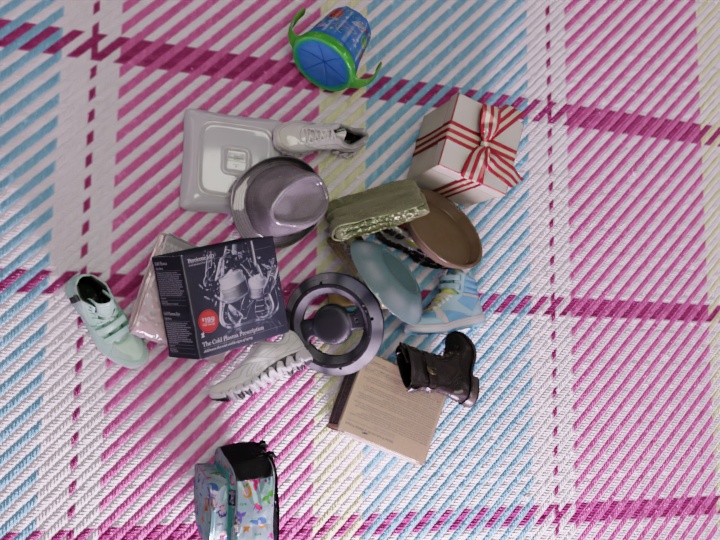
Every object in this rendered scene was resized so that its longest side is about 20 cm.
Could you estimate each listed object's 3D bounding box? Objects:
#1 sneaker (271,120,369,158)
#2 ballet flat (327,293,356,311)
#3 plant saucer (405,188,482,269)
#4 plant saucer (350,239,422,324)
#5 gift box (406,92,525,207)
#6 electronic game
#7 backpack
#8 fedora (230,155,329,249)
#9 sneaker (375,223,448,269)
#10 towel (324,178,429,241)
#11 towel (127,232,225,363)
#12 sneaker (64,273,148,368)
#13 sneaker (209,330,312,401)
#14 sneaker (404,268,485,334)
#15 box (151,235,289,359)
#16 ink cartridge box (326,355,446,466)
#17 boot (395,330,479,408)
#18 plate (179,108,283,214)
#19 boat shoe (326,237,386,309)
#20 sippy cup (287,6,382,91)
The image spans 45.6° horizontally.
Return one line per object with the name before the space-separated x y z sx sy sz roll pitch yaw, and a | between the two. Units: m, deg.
sneaker | -0.076 -0.265 1.692 0.199 0.081 0.075 -3 87 -27
ballet flat | 0.029 0.046 1.713 0.199 0.069 0.063 -6 72 -23
plant saucer | 0.164 -0.080 1.743 0.200 0.029 0.200 25 41 -24
plant saucer | 0.062 0.011 1.626 0.039 0.201 0.201 -39 101 19
gift box | 0.231 -0.246 1.763 0.199 0.187 0.185 15 79 -18
electronic game | -0.051 0.102 1.632 0.199 0.042 0.201 3 100 16
backpack | -0.214 0.420 1.510 0.150 0.177 0.201 -9 97 -19
fedora | -0.137 -0.128 1.628 0.200 0.090 0.177 -21 108 -32
sneaker | 0.126 -0.072 1.764 0.200 0.077 0.085 30 59 -20
towel | 0.028 -0.122 1.674 0.199 0.148 0.037 -17 120 -3
towel | -0.307 0.052 1.558 0.200 0.032 0.192 26 72 -38
sneaker | -0.438 0.091 1.490 0.074 0.118 0.201 -42 101 -22
sneaker | -0.193 0.180 1.596 0.200 0.075 0.081 -25 77 -14
sneaker | 0.164 0.062 1.752 0.200 0.079 0.131 -7 88 -37
box | -0.246 0.044 1.522 0.200 0.104 0.183 -16 99 -42
ink cartridge box | 0.055 0.270 1.689 0.200 0.075 0.165 26 76 -18
boot | 0.146 0.175 1.687 0.174 0.069 0.200 22 36 -24
plate | -0.243 -0.207 1.652 0.199 0.032 0.201 5 82 -22
boat shoe | 0.000 0.000 1.672 0.063 0.073 0.200 -35 59 13
sippy cup | -0.047 -0.452 1.715 0.178 0.139 0.130 54 55 -34
